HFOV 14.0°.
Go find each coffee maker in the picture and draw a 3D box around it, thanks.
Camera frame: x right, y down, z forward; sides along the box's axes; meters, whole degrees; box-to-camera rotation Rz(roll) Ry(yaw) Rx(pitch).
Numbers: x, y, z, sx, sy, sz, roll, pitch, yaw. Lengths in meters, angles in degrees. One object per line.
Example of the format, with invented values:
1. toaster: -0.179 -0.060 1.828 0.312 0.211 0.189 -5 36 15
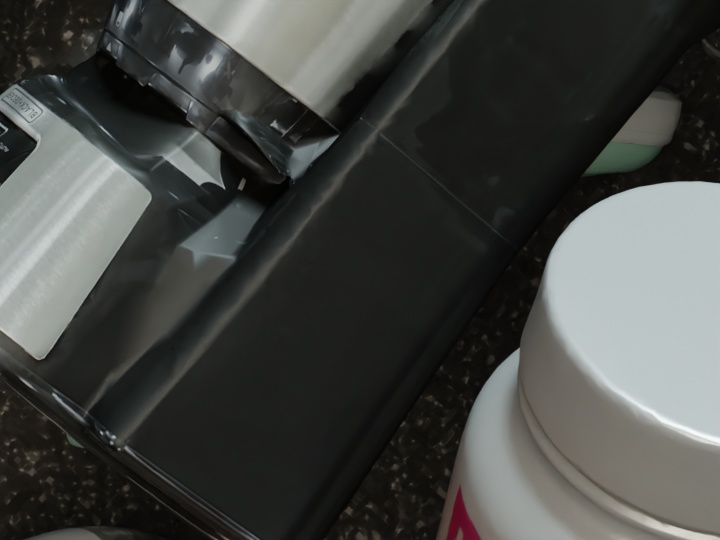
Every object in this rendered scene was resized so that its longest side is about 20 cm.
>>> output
1. coffee maker: 0.002 -0.026 0.765 0.192 0.135 0.200 37 90 -5

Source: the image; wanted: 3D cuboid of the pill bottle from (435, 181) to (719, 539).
1. pill bottle: 0.073 0.083 0.750 0.113 0.114 0.201 10 130 -2

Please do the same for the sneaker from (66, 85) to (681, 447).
1. sneaker: 0.000 0.000 0.875 0.199 0.074 0.119 -7 102 -6

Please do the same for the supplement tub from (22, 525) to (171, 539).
1. supplement tub: -0.096 0.138 0.808 0.122 0.200 0.123 12 70 -34
